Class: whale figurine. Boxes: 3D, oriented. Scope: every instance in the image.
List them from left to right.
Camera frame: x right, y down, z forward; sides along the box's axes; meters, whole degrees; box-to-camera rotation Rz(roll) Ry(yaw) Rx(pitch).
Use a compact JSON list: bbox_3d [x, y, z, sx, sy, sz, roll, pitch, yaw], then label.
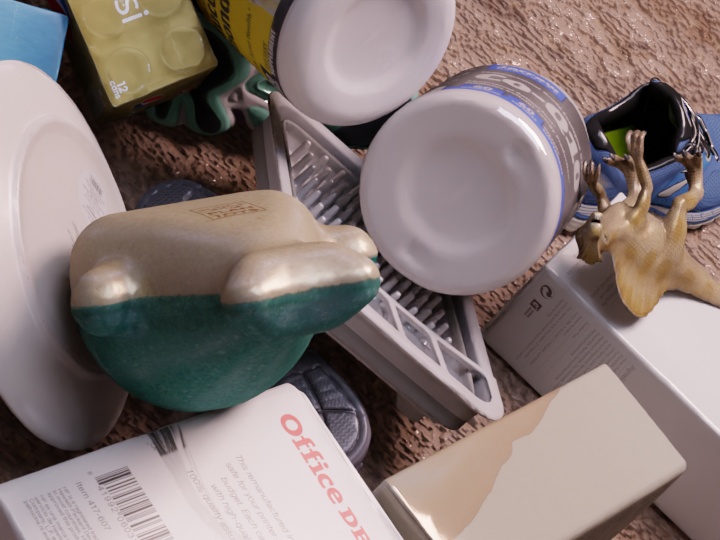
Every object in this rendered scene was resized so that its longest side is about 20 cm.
[{"bbox_3d":[-0.061,0.020,1.119,0.158,0.200,0.105,-10,99,-26],"label":"whale figurine"}]

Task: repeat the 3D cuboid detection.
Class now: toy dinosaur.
[{"bbox_3d":[0.172,-0.020,1.375,0.199,0.058,0.102,22,67,-48],"label":"toy dinosaur"}]

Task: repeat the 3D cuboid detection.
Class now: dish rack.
[{"bbox_3d":[0.000,0.000,1.310,0.171,0.043,0.201,40,20,-26],"label":"dish rack"}]

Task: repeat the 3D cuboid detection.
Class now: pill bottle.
[{"bbox_3d":[-0.042,-0.175,1.303,0.111,0.113,0.200,-2,34,-37],"label":"pill bottle"},{"bbox_3d":[0.074,-0.059,1.354,0.114,0.114,0.200,41,17,2],"label":"pill bottle"}]

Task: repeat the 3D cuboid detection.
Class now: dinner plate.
[{"bbox_3d":[-0.151,-0.010,1.186,0.200,0.024,0.202,-11,90,-72],"label":"dinner plate"}]

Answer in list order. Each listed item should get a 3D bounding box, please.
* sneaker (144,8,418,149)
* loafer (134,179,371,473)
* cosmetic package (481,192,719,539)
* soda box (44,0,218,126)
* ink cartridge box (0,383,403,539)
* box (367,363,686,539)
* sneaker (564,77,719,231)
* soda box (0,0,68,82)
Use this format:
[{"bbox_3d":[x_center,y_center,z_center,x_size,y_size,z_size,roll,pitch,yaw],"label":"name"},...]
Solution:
[{"bbox_3d":[-0.067,-0.140,1.426,0.198,0.078,0.140,14,30,-13],"label":"sneaker"},{"bbox_3d":[-0.064,0.042,1.283,0.072,0.063,0.201,-30,67,-15],"label":"loafer"},{"bbox_3d":[0.186,0.064,1.418,0.200,0.081,0.113,46,42,5],"label":"cosmetic package"},{"bbox_3d":[-0.151,-0.187,1.304,0.067,0.064,0.201,-23,90,-16],"label":"soda box"},{"bbox_3d":[-0.082,0.156,1.140,0.199,0.084,0.146,-16,64,-44],"label":"ink cartridge box"},{"bbox_3d":[0.077,0.133,1.269,0.199,0.095,0.078,-22,69,-46],"label":"box"},{"bbox_3d":[0.204,-0.078,1.543,0.199,0.089,0.079,-12,63,-42],"label":"sneaker"},{"bbox_3d":[-0.263,-0.127,1.251,0.199,0.064,0.068,14,82,-27],"label":"soda box"}]
